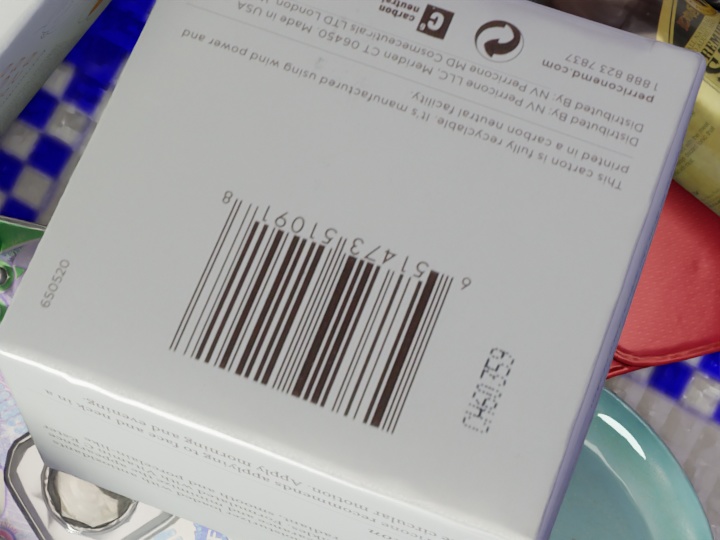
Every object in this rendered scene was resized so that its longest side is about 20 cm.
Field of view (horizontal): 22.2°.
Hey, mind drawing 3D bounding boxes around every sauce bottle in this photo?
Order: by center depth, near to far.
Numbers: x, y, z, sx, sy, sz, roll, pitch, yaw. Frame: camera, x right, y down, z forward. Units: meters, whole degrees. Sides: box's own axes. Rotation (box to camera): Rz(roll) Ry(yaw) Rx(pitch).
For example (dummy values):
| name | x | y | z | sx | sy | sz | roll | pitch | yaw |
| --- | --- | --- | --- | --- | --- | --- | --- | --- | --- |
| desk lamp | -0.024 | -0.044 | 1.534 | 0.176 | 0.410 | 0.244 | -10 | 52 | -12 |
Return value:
| name | x | y | z | sx | sy | sz | roll | pitch | yaw |
| --- | --- | --- | --- | --- | --- | --- | --- | --- | --- |
| sauce bottle | 0.121 | -0.081 | 0.738 | 0.199 | 0.066 | 0.066 | 37 | 88 | -6 |

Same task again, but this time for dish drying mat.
| name | x | y | z | sx | sy | sz | roll | pitch | yaw |
| --- | --- | --- | --- | --- | --- | --- | --- | --- | --- |
| dish drying mat | 0.107 | -0.059 | 0.779 | 0.076 | 0.018 | 0.202 | -14 | 88 | -1 |

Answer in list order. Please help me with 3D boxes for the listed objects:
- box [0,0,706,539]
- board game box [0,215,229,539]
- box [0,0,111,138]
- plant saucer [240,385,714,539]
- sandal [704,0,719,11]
| name | x | y | z | sx | sy | sz | roll | pitch | yaw |
| --- | --- | --- | --- | --- | --- | --- | --- | --- | --- |
| box | 0.000 | 0.000 | 0.684 | 0.197 | 0.131 | 0.202 | 19 | 67 | 7 |
| board game box | -0.113 | 0.089 | 0.770 | 0.198 | 0.026 | 0.202 | 13 | 88 | 1 |
| box | -0.161 | -0.101 | 0.655 | 0.106 | 0.200 | 0.153 | 40 | 99 | -7 |
| plant saucer | 0.047 | 0.124 | 0.734 | 0.198 | 0.027 | 0.202 | 6 | 63 | -11 |
| sandal | 0.179 | -0.131 | 0.772 | 0.199 | 0.045 | 0.076 | 29 | 92 | -8 |
